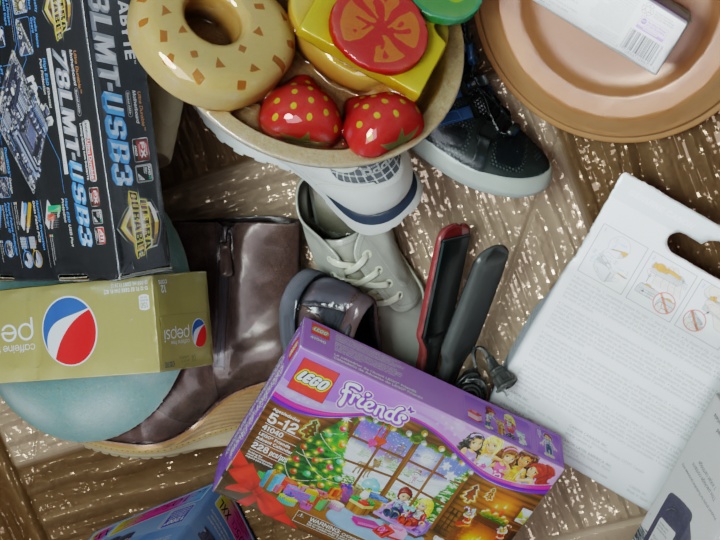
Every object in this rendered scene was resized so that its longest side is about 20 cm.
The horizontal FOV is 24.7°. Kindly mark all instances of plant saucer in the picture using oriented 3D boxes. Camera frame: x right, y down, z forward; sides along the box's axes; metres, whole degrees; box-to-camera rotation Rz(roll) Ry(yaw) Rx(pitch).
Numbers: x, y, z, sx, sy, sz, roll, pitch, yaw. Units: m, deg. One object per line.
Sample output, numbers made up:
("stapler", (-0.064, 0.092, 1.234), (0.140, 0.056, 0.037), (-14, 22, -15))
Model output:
("plant saucer", (-0.212, 0.023, 1.172), (0.199, 0.039, 0.203), (0, 91, 27))
("plant saucer", (0.165, -0.176, 1.039), (0.198, 0.037, 0.202), (5, 110, 14))

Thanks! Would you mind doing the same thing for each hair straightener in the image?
("hair straightener", (0.065, 0.074, 1.116), (0.077, 0.041, 0.202), (28, 111, 34))

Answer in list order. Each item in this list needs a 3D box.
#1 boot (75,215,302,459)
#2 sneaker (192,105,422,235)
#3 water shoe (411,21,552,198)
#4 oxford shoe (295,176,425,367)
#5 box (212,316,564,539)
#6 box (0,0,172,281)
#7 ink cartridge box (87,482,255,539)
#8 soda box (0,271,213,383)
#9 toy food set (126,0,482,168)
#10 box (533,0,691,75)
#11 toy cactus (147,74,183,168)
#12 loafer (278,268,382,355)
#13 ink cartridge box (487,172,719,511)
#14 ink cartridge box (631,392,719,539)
("boot", (-0.124, 0.046, 1.186), (0.198, 0.072, 0.168), (-4, 100, 14))
("sneaker", (-0.043, -0.105, 1.063), (0.199, 0.081, 0.077), (33, 78, 28))
("water shoe", (0.050, -0.125, 1.064), (0.199, 0.072, 0.079), (35, 123, 1))
("oxford shoe", (0.000, 0.000, 1.134), (0.074, 0.058, 0.202), (-11, 108, 13))
("box", (0.018, 0.131, 1.105), (0.199, 0.039, 0.137), (25, 119, -12))
("box", (-0.208, -0.093, 1.069), (0.197, 0.049, 0.202), (-2, 99, 46))
("ink cartridge box", (-0.167, 0.244, 1.186), (0.136, 0.200, 0.077), (-25, 101, 21))
("soda box", (-0.200, 0.041, 1.106), (0.198, 0.068, 0.065), (-6, 89, 27))
("toy food set", (-0.029, -0.153, 0.986), (0.199, 0.199, 0.049), (27, 149, -1))
("box", (0.109, -0.190, 1.007), (0.199, 0.039, 0.042), (31, 112, 3))
("toy cactus", (-0.140, -0.152, 1.075), (0.198, 0.102, 0.167), (-12, 68, 27))
("loafer", (-0.008, 0.091, 1.136), (0.063, 0.072, 0.201), (12, 131, 30))
("ink cartridge box", (0.196, 0.051, 1.110), (0.161, 0.050, 0.201), (29, 109, 4))
("ink cartridge box", (0.261, 0.198, 1.092), (0.144, 0.085, 0.201), (16, 115, -20))
